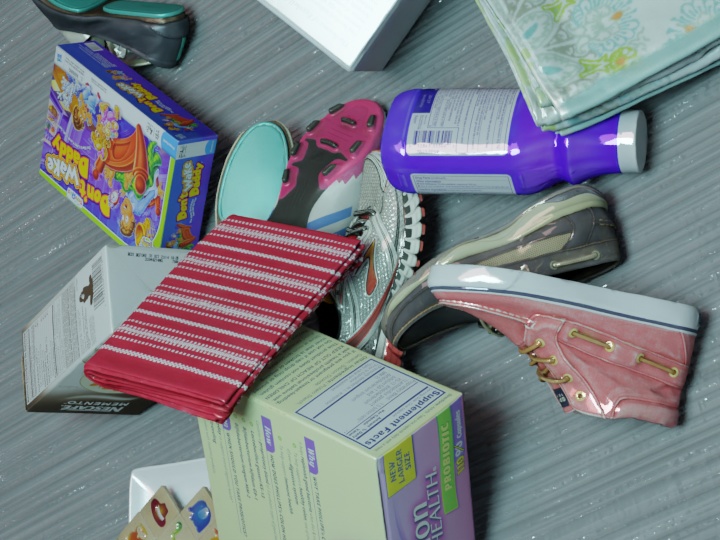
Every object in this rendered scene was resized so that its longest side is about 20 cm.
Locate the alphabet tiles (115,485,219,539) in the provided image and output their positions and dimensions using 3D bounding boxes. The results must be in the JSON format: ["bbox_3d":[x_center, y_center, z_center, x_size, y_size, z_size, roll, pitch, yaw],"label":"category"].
[{"bbox_3d":[-0.150,0.287,1.469,0.167,0.008,0.200,-49,54,17],"label":"alphabet tiles"}]

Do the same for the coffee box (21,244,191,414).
[{"bbox_3d":[-0.201,0.054,1.485,0.200,0.113,0.081,-38,55,52],"label":"coffee box"}]

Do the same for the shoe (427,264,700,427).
[{"bbox_3d":[0.140,0.054,1.252,0.198,0.071,0.092,11,87,-1],"label":"shoe"}]

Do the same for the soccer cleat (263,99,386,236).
[{"bbox_3d":[-0.034,-0.050,1.464,0.069,0.087,0.201,17,65,33],"label":"soccer cleat"}]

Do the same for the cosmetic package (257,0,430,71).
[{"bbox_3d":[-0.015,-0.300,1.429,0.199,0.123,0.201,39,102,7],"label":"cosmetic package"}]

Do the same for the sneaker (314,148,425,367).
[{"bbox_3d":[0.000,0.000,1.394,0.078,0.081,0.202,159,121,-70],"label":"sneaker"}]

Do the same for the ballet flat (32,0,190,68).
[{"bbox_3d":[-0.242,-0.231,1.664,0.199,0.073,0.074,19,90,33],"label":"ballet flat"}]

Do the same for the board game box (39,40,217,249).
[{"bbox_3d":[-0.214,-0.104,1.589,0.200,0.044,0.136,37,126,37],"label":"board game box"}]

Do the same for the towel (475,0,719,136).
[{"bbox_3d":[0.190,-0.207,1.302,0.198,0.048,0.172,-25,63,0],"label":"towel"}]

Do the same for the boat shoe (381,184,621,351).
[{"bbox_3d":[0.106,0.012,1.320,0.199,0.074,0.074,-32,68,14],"label":"boat shoe"}]

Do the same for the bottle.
[{"bbox_3d":[0.117,-0.099,1.337,0.198,0.066,0.084,1,53,20],"label":"bottle"}]

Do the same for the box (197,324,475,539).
[{"bbox_3d":[-0.019,0.154,1.321,0.199,0.096,0.177,21,130,39],"label":"box"}]

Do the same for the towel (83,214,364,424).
[{"bbox_3d":[-0.102,0.032,1.334,0.143,0.023,0.200,12,45,33],"label":"towel"}]

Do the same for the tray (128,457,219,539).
[{"bbox_3d":[-0.153,0.265,1.495,0.107,0.022,0.202,-13,71,35],"label":"tray"}]

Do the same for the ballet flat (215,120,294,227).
[{"bbox_3d":[-0.093,-0.027,1.499,0.067,0.062,0.202,8,80,10],"label":"ballet flat"}]
